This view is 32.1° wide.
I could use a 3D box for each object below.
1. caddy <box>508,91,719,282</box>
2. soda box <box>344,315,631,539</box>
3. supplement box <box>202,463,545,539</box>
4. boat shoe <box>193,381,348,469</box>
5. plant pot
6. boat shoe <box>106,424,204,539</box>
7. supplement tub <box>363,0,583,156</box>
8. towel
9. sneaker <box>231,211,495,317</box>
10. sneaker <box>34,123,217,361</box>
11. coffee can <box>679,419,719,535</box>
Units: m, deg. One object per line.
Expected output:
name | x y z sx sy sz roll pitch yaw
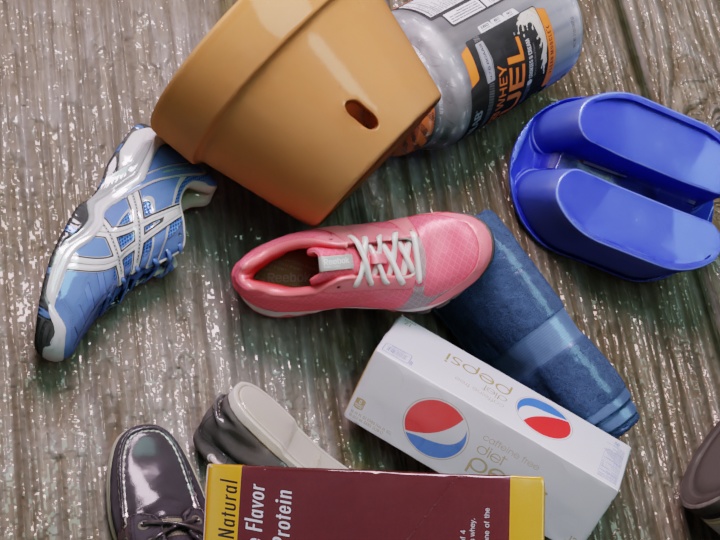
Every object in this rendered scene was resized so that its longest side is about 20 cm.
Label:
caddy | 0.227 -0.071 1.082 0.199 0.105 0.142 21 84 -13
soda box | 0.092 0.119 0.918 0.199 0.068 0.064 30 29 8
supplement box | 0.011 0.223 0.764 0.199 0.133 0.198 1 78 7
boat shoe | -0.036 0.166 0.892 0.200 0.057 0.067 46 22 -2
plant pot | -0.035 -0.128 0.918 0.140 0.200 0.200 44 58 -1
boat shoe | -0.122 0.193 0.828 0.072 0.065 0.201 -3 67 -22
supplement tub | 0.084 -0.181 1.058 0.200 0.123 0.123 -33 82 -31
towel | 0.124 0.055 0.969 0.048 0.112 0.200 -31 82 -32
sneaker | 0.000 0.000 0.912 0.199 0.087 0.074 -10 86 8
sneaker | -0.170 -0.018 0.900 0.077 0.076 0.201 27 60 -4
coffee can | 0.377 0.196 0.991 0.200 0.146 0.146 41 58 -1
